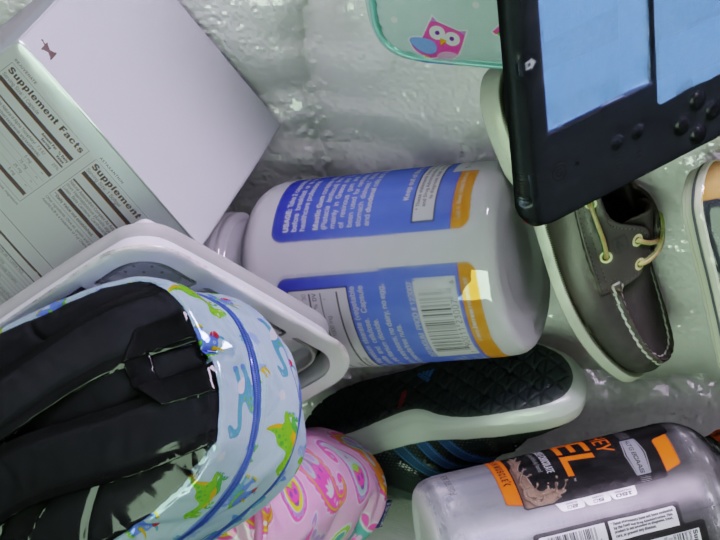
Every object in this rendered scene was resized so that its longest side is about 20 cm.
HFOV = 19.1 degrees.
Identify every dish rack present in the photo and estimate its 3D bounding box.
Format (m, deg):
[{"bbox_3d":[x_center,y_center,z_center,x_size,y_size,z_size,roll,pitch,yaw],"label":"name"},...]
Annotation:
[{"bbox_3d":[-0.125,0.044,1.180,0.200,0.044,0.171,-32,136,31],"label":"dish rack"}]

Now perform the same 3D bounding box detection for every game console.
[{"bbox_3d":[0.143,-0.136,1.072,0.031,0.177,0.200,33,143,42],"label":"game console"}]

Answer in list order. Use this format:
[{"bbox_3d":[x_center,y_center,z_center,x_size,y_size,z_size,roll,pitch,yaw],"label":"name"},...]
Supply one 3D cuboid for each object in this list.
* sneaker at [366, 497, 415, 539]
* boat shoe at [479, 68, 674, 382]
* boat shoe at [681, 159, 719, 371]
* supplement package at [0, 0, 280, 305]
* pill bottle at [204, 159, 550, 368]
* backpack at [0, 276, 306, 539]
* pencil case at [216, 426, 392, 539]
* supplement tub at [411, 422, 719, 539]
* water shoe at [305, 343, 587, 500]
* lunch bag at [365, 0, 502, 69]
[{"bbox_3d":[0.096,0.194,1.355,0.199,0.075,0.089,8,139,16],"label":"sneaker"},{"bbox_3d":[0.134,-0.029,1.197,0.060,0.072,0.202,-16,111,31],"label":"boat shoe"},{"bbox_3d":[0.235,0.030,1.199,0.062,0.075,0.200,-7,112,29],"label":"boat shoe"},{"bbox_3d":[-0.183,-0.059,1.238,0.200,0.152,0.151,-31,107,31],"label":"supplement package"},{"bbox_3d":[0.000,0.000,1.236,0.199,0.112,0.112,-5,118,22],"label":"pill bottle"},{"bbox_3d":[-0.125,0.084,1.081,0.153,0.164,0.200,9,142,-42],"label":"backpack"},{"bbox_3d":[-0.053,0.135,1.214,0.087,0.200,0.088,-1,88,20],"label":"pencil case"},{"bbox_3d":[0.138,0.159,1.245,0.199,0.123,0.123,-12,119,-7],"label":"supplement tub"},{"bbox_3d":[0.060,0.098,1.307,0.200,0.072,0.079,-12,126,34],"label":"water shoe"},{"bbox_3d":[0.071,-0.205,1.110,0.160,0.077,0.201,6,121,17],"label":"lunch bag"}]
